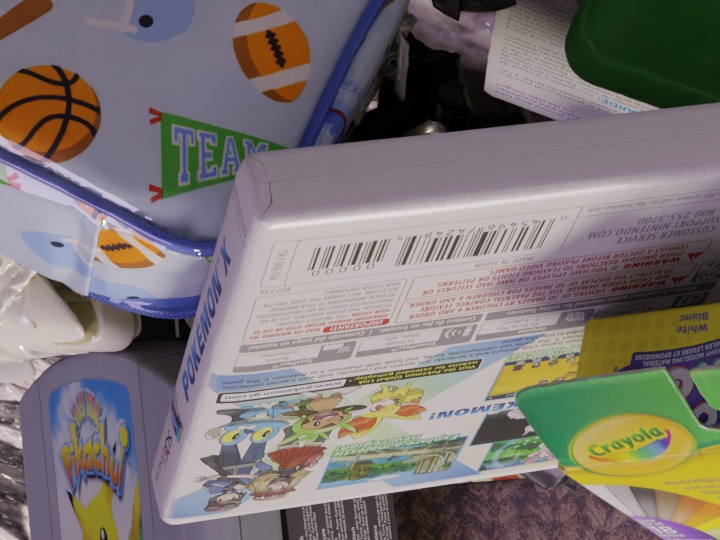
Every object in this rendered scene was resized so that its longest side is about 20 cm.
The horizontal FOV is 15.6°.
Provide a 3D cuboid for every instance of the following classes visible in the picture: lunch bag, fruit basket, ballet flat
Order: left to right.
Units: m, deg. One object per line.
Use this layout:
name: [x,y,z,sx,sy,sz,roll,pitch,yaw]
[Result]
lunch bag: [-0.078,-0.089,0.689,0.200,0.161,0.076,27,161,0]
ballet flat: [-0.085,-0.012,0.911,0.072,0.072,0.200,36,120,-23]
fruit basket: [0.130,-0.064,0.759,0.185,0.094,0.200,20,167,6]

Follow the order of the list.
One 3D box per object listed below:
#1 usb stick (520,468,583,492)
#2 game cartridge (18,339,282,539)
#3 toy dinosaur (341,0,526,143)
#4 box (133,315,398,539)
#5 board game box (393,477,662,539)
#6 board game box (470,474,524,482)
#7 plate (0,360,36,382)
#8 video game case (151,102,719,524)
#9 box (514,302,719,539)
usb stick: [0.000,0.000,0.852,0.200,0.033,0.056,34,108,-3]
game cartridge: [-0.080,0.093,0.961,0.040,0.134,0.200,-1,175,-24]
toy dinosaur: [-0.030,-0.049,0.773,0.200,0.135,0.102,54,157,19]
box: [-0.038,0.093,0.966,0.049,0.201,0.161,-5,176,-26]
board game box: [0.126,0.136,0.980,0.159,0.097,0.200,-8,165,36]
board game box: [0.068,0.067,1.067,0.120,0.032,0.200,40,148,-21]
plate: [-0.235,-0.031,1.054,0.200,0.032,0.200,28,161,18]
video game case: [0.053,0.011,0.691,0.199,0.022,0.182,-8,154,-16]
box: [0.139,0.056,0.675,0.117,0.049,0.200,-8,151,39]
